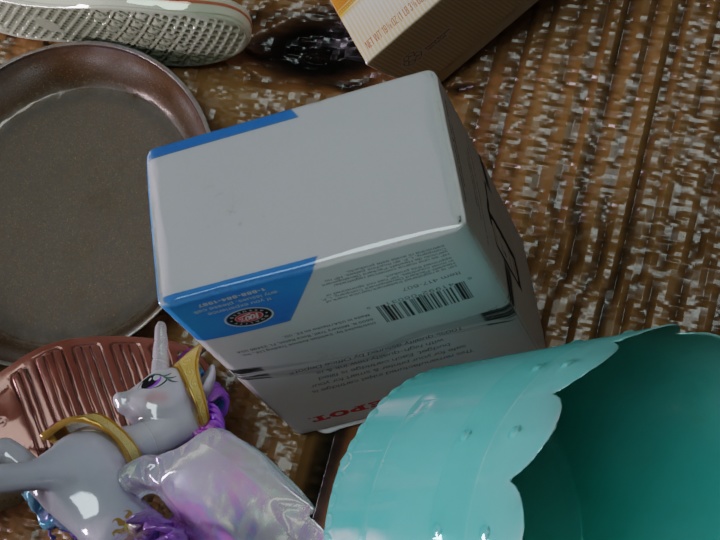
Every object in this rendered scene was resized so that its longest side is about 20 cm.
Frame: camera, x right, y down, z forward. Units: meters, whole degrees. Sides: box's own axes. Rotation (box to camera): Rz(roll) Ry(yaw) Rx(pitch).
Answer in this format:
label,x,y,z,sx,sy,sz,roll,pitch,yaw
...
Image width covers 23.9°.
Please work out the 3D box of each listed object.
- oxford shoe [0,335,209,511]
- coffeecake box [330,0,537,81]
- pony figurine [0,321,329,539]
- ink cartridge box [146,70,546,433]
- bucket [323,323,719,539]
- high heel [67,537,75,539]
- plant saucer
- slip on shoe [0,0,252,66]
label,x,y,z,sx,sy,sz,roll,pitch,yaw
oxford shoe,-0.177,0.089,0.933,0.198,0.074,0.071,-14,68,-10
coffeecake box,0.033,-0.230,0.956,0.153,0.073,0.201,-38,64,21
pony figurine,-0.113,0.126,0.825,0.199,0.167,0.193,-24,63,-32
ink cartridge box,0.000,0.000,0.837,0.145,0.200,0.085,-15,65,11
bucket,0.092,0.128,0.756,0.134,0.206,0.209,-7,65,49
high heel,-0.190,0.244,0.875,0.141,0.071,0.202,-7,78,7
plant saucer,-0.172,-0.037,0.993,0.198,0.032,0.202,-6,70,16
slip on shoe,-0.152,-0.167,1.014,0.199,0.074,0.062,13,72,25
